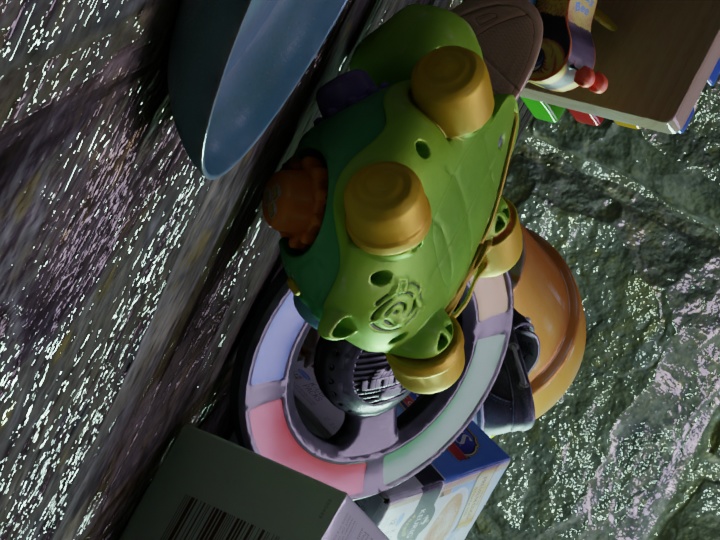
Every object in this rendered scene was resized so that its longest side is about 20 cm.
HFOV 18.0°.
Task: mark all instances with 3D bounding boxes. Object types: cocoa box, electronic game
[{"bbox_3d":[-0.019,0.168,1.535,0.131,0.133,0.200,-11,138,-47],"label":"cocoa box"},{"bbox_3d":[0.009,0.050,1.360,0.200,0.042,0.200,-19,126,-29],"label":"electronic game"}]

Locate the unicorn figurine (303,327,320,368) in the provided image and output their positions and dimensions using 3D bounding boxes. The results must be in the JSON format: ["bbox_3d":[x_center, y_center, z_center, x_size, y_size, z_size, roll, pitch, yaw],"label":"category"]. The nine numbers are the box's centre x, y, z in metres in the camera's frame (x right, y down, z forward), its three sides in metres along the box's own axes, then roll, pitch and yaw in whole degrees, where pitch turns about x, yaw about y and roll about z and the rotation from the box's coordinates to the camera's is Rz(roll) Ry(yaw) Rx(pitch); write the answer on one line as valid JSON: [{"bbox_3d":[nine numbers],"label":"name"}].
[{"bbox_3d":[0.000,0.000,1.493,0.137,0.074,0.201,46,58,-75],"label":"unicorn figurine"}]

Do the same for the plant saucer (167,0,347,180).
[{"bbox_3d":[-0.014,-0.124,0.751,0.200,0.027,0.200,-62,175,-9],"label":"plant saucer"}]

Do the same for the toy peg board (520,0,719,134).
[{"bbox_3d":[0.206,-0.187,1.682,0.200,0.199,0.098,-61,141,-14],"label":"toy peg board"}]

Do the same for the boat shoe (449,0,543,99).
[{"bbox_3d":[0.040,-0.084,1.396,0.200,0.072,0.065,-58,-179,-2],"label":"boat shoe"}]

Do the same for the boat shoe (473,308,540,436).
[{"bbox_3d":[0.094,0.054,1.624,0.200,0.068,0.072,-92,180,-64],"label":"boat shoe"}]

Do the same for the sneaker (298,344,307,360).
[{"bbox_3d":[0.002,0.031,1.643,0.200,0.078,0.077,-51,174,-9],"label":"sneaker"}]

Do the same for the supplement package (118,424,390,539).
[{"bbox_3d":[-0.044,0.192,1.291,0.118,0.117,0.200,-61,148,-15],"label":"supplement package"}]

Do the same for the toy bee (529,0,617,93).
[{"bbox_3d":[0.137,-0.168,1.579,0.131,0.109,0.201,-16,123,-45],"label":"toy bee"}]

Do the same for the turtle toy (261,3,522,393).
[{"bbox_3d":[0.018,-0.046,1.104,0.200,0.101,0.146,-62,153,-32],"label":"turtle toy"}]

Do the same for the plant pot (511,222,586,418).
[{"bbox_3d":[0.095,0.024,2.029,0.201,0.200,0.183,-61,160,-16],"label":"plant pot"}]
